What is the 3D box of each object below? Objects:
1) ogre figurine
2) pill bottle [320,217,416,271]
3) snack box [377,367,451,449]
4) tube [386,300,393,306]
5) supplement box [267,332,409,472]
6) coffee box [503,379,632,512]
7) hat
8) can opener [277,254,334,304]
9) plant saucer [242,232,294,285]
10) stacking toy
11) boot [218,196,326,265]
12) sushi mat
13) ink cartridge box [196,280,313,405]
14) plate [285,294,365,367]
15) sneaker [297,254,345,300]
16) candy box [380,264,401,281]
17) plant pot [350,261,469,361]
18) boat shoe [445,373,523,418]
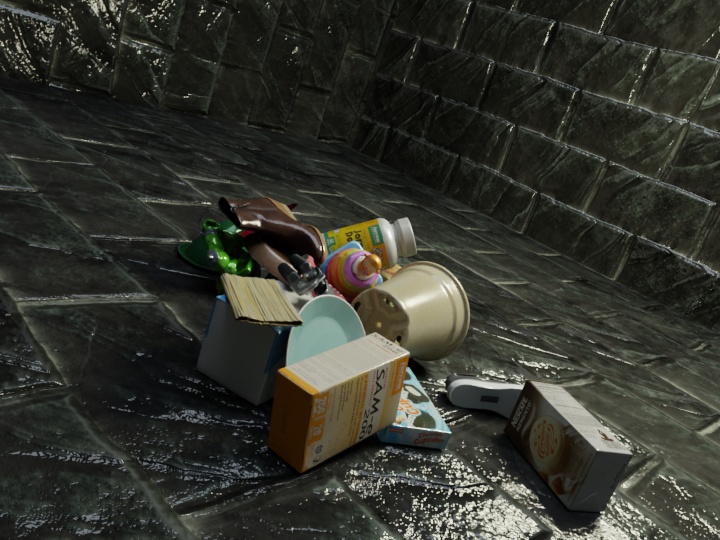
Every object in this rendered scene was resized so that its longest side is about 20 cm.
[{"bbox_3d":[-0.247,-0.010,1.336,0.098,0.201,0.120,-18,28,11],"label":"ogre figurine"},{"bbox_3d":[0.016,-0.049,1.434,0.199,0.113,0.113,-14,21,0],"label":"pill bottle"},{"bbox_3d":[0.060,0.220,1.111,0.116,0.037,0.200,12,19,-22],"label":"snack box"},{"bbox_3d":[0.090,0.098,1.499,0.058,0.052,0.200,-23,30,-6],"label":"tube"},{"bbox_3d":[-0.027,0.179,0.931,0.073,0.127,0.199,26,28,36],"label":"supplement box"},{"bbox_3d":[0.336,0.285,1.098,0.079,0.115,0.200,12,18,-24],"label":"coffee box"},{"bbox_3d":[-0.284,-0.102,1.460,0.165,0.177,0.200,32,20,32],"label":"hat"},{"bbox_3d":[-0.092,0.020,1.120,0.067,0.053,0.200,55,-8,-16],"label":"can opener"},{"bbox_3d":[-0.149,-0.025,1.369,0.200,0.035,0.200,33,14,-9],"label":"plant saucer"},{"bbox_3d":[0.000,0.000,1.273,0.116,0.110,0.200,56,-17,-3],"label":"stacking toy"},{"bbox_3d":[-0.176,-0.077,1.318,0.166,0.073,0.200,-1,38,-48],"label":"boot"},{"bbox_3d":[-0.152,0.042,0.992,0.095,0.012,0.200,7,14,-21],"label":"sushi mat"},{"bbox_3d":[-0.141,0.106,1.070,0.125,0.129,0.200,26,19,22],"label":"ink cartridge box"},{"bbox_3d":[-0.054,0.138,1.018,0.025,0.201,0.200,-6,-1,37],"label":"plate"},{"bbox_3d":[-0.069,0.057,1.222,0.086,0.074,0.201,-4,53,-15],"label":"sneaker"},{"bbox_3d":[0.019,-0.006,1.548,0.200,0.056,0.115,32,20,33],"label":"candy box"},{"bbox_3d":[0.079,0.090,1.254,0.200,0.201,0.183,30,20,28],"label":"plant pot"},{"bbox_3d":[0.251,0.233,1.251,0.199,0.070,0.066,9,21,-11],"label":"boat shoe"}]
